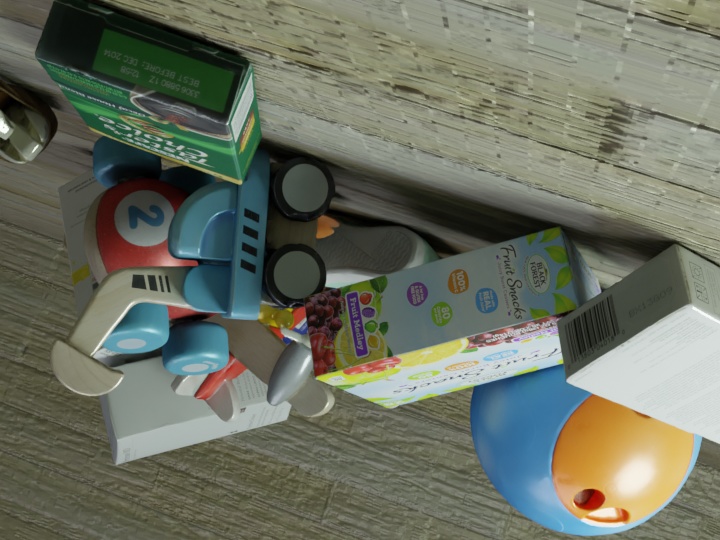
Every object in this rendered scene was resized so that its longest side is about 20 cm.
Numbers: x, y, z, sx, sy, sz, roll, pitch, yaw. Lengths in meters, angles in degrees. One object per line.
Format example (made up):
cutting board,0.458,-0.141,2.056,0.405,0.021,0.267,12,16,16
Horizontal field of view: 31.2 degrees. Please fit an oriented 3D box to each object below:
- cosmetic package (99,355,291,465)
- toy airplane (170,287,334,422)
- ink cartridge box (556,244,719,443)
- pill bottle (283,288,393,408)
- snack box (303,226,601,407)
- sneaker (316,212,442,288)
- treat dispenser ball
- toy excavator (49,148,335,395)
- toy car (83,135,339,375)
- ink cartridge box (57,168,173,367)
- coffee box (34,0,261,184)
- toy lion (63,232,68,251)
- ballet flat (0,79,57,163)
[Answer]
cosmetic package,-0.175,0.134,1.376,0.197,0.082,0.113,-15,162,-15
toy airplane,-0.116,0.047,1.271,0.197,0.202,0.141,-3,156,14
ink cartridge box,0.241,0.060,0.877,0.198,0.051,0.109,23,137,-33
pill bottle,-0.020,0.060,1.434,0.199,0.117,0.116,37,169,-15
snack box,0.079,0.041,0.974,0.197,0.069,0.169,-14,163,15
sneaker,0.000,0.000,1.208,0.198,0.075,0.118,11,164,39
treat dispenser ball,0.193,0.125,1.110,0.198,0.204,0.201,19,174,2
toy excavator,-0.129,0.001,0.983,0.197,0.198,0.100,6,178,-10
toy car,-0.116,-0.031,1.113,0.198,0.187,0.176,-17,156,24
ink cartridge box,-0.241,0.003,1.401,0.083,0.203,0.145,-23,155,20
coffee box,-0.126,-0.108,0.817,0.121,0.045,0.200,20,174,-2
toy lion,-0.235,-0.014,1.521,0.202,0.191,0.069,61,-166,24
ballet flat,-0.307,-0.129,1.080,0.072,0.068,0.200,41,179,27
